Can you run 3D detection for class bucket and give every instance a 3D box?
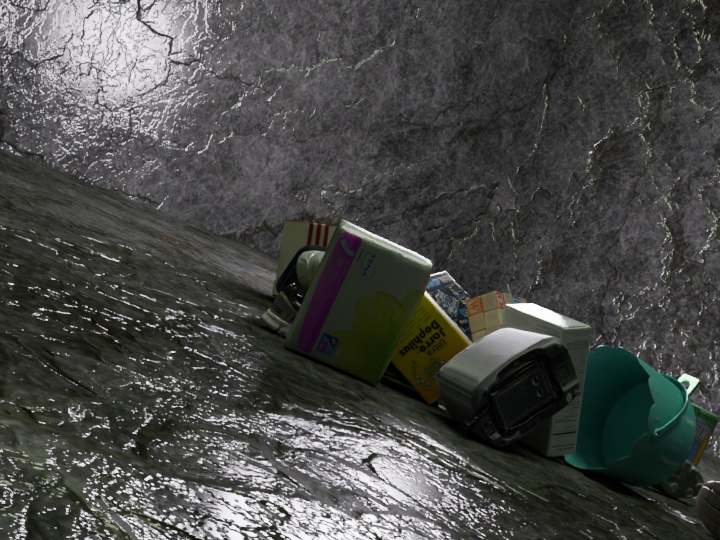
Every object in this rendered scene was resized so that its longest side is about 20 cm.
[{"bbox_3d":[0.405,0.229,1.478,0.135,0.207,0.207,28,-1,-32],"label":"bucket"}]

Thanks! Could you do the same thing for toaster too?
[{"bbox_3d":[0.197,0.163,1.348,0.129,0.200,0.114,18,-44,63],"label":"toaster"}]

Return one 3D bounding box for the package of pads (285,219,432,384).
[{"bbox_3d":[0.000,0.048,1.381,0.154,0.200,0.068,24,7,-7],"label":"package of pads"}]

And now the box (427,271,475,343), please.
[{"bbox_3d":[0.142,0.082,1.649,0.159,0.046,0.200,47,28,17],"label":"box"}]

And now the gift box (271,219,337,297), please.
[{"bbox_3d":[-0.073,0.003,2.003,0.200,0.187,0.185,8,-3,10],"label":"gift box"}]

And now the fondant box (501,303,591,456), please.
[{"bbox_3d":[0.273,0.163,1.462,0.058,0.200,0.144,0,13,-28],"label":"fondant box"}]

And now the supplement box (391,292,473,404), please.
[{"bbox_3d":[0.083,0.094,1.485,0.200,0.110,0.109,48,4,6],"label":"supplement box"}]

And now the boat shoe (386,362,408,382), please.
[{"bbox_3d":[0.098,0.156,1.597,0.200,0.072,0.072,17,13,-38],"label":"boat shoe"}]

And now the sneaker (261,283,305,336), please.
[{"bbox_3d":[-0.050,0.080,1.501,0.200,0.088,0.074,22,10,-8],"label":"sneaker"}]

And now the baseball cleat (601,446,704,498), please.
[{"bbox_3d":[0.483,0.325,1.615,0.200,0.070,0.106,24,2,-20],"label":"baseball cleat"}]

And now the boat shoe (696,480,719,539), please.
[{"bbox_3d":[0.554,0.367,1.341,0.072,0.076,0.200,27,9,-29],"label":"boat shoe"}]

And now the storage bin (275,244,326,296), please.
[{"bbox_3d":[-0.037,0.072,1.634,0.200,0.146,0.134,23,29,-26],"label":"storage bin"}]

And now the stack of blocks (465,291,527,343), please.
[{"bbox_3d":[0.247,0.144,1.612,0.059,0.200,0.115,-19,-19,33],"label":"stack of blocks"}]

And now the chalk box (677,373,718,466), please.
[{"bbox_3d":[0.549,0.279,1.735,0.124,0.200,0.124,23,1,-10],"label":"chalk box"}]

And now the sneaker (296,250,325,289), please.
[{"bbox_3d":[0.000,0.000,1.541,0.200,0.078,0.099,-7,4,-41],"label":"sneaker"}]
